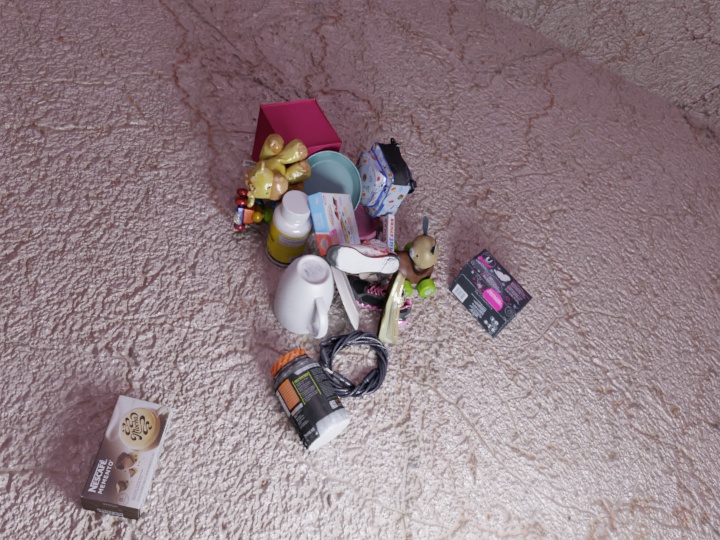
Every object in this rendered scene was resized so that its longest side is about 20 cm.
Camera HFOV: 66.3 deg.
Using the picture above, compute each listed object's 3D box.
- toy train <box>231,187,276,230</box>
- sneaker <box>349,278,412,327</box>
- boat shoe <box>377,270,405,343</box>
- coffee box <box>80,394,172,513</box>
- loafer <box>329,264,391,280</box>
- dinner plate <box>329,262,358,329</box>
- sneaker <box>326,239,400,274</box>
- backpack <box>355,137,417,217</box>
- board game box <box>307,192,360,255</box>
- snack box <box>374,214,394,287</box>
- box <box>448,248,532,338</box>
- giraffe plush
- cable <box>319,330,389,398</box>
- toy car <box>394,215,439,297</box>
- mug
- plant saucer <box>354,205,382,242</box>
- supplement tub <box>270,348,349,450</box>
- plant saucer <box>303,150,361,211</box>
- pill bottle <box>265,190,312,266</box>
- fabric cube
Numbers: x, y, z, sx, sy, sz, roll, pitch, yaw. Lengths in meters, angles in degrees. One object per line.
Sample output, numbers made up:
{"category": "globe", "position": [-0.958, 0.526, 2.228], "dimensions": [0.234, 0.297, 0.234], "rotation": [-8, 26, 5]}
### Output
{"category": "toy train", "position": [-0.285, -0.148, 1.490], "dimensions": [0.111, 0.087, 0.202], "rotation": [5, 27, -11]}
{"category": "sneaker", "position": [0.058, 0.069, 1.514], "dimensions": [0.195, 0.096, 0.080], "rotation": [28, 51, 2]}
{"category": "boat shoe", "position": [0.092, 0.098, 1.443], "dimensions": [0.061, 0.207, 0.074], "rotation": [12, 20, -3]}
{"category": "coffee box", "position": [-0.460, 0.369, 1.095], "dimensions": [0.109, 0.081, 0.205], "rotation": [16, 51, -11]}
{"category": "loafer", "position": [0.000, 0.000, 1.527], "dimensions": [0.195, 0.073, 0.064], "rotation": [15, 59, 32]}
{"category": "dinner plate", "position": [-0.037, 0.053, 1.429], "dimensions": [0.024, 0.201, 0.205], "rotation": [-21, 61, 1]}
{"category": "sneaker", "position": [-0.001, -0.041, 1.415], "dimensions": [0.194, 0.070, 0.108], "rotation": [7, 20, -17]}
{"category": "backpack", "position": [0.059, -0.253, 1.620], "dimensions": [0.148, 0.194, 0.204], "rotation": [-3, 51, -19]}
{"category": "board game box", "position": [-0.065, -0.127, 1.477], "dimensions": [0.199, 0.039, 0.159], "rotation": [-14, 92, -68]}
{"category": "snack box", "position": [0.069, -0.054, 1.587], "dimensions": [0.024, 0.071, 0.207], "rotation": [13, 67, -27]}
{"category": "box", "position": [0.379, 0.067, 1.620], "dimensions": [0.113, 0.133, 0.201], "rotation": [-29, 69, -39]}
{"category": "giraffe plush", "position": [-0.236, -0.248, 1.444], "dimensions": [0.192, 0.178, 0.164], "rotation": [-3, 30, 8]}
{"category": "cable", "position": [-0.008, 0.236, 1.395], "dimensions": [0.193, 0.051, 0.167], "rotation": [-3, 57, -24]}
{"category": "toy car", "position": [0.162, -0.048, 1.570], "dimensions": [0.152, 0.202, 0.168], "rotation": [-3, 56, -23]}
{"category": "mug", "position": [-0.127, 0.072, 1.383], "dimensions": [0.143, 0.177, 0.204], "rotation": [-10, 59, -26]}
{"category": "plant saucer", "position": [-0.029, -0.161, 1.674], "dimensions": [0.193, 0.051, 0.206], "rotation": [12, 52, -15]}
{"category": "supplement tub", "position": [-0.120, 0.291, 1.262], "dimensions": [0.120, 0.124, 0.203], "rotation": [-20, 65, -32]}
{"category": "plant saucer", "position": [-0.093, -0.237, 1.586], "dimensions": [0.194, 0.206, 0.036], "rotation": [21, 8, -5]}
{"category": "pill bottle", "position": [-0.187, -0.113, 1.476], "dimensions": [0.107, 0.202, 0.114], "rotation": [11, 51, -14]}
{"category": "fabric cube", "position": [-0.195, -0.362, 1.655], "dimensions": [0.195, 0.202, 0.199], "rotation": [-15, 60, -30]}
